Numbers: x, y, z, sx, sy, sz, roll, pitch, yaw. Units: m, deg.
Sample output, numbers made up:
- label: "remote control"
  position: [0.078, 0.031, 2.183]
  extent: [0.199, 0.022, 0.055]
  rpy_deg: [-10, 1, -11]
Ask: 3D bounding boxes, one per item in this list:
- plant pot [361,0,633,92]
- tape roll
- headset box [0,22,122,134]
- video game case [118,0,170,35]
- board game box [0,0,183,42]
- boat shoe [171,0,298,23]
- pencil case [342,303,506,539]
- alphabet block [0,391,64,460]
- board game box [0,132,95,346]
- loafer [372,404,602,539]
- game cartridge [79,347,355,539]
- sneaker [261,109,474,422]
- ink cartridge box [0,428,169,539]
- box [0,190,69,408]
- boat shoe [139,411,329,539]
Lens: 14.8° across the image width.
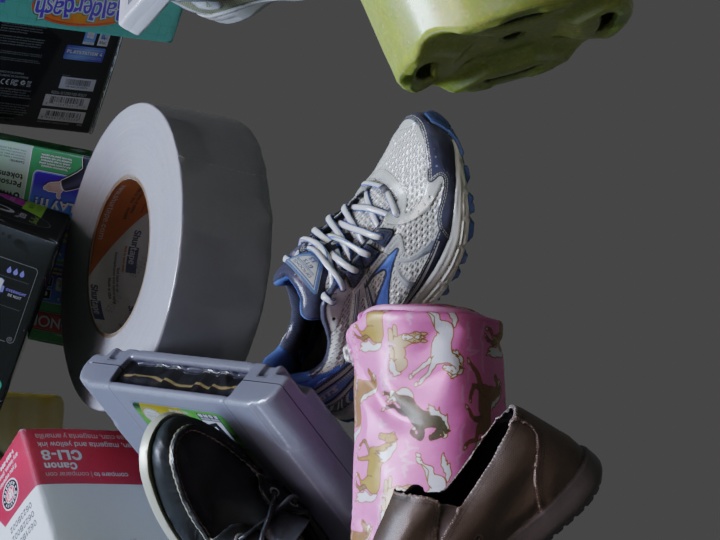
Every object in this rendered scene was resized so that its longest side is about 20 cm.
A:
- label: "plant pot"
  position: [0.056, -0.200, 1.458]
  extent: [0.200, 0.200, 0.185]
  rpy_deg: [-33, 70, 51]
- label: "tape roll"
  position: [-0.128, -0.005, 1.795]
  extent: [0.200, 0.066, 0.201]
  rpy_deg: [-29, 56, 57]
- label: "headset box"
  position: [-0.291, -0.192, 2.002]
  extent: [0.200, 0.173, 0.093]
  rpy_deg: [52, 129, 49]
- label: "video game case"
  position: [-0.105, -0.260, 1.779]
  extent: [0.143, 0.018, 0.201]
  rpy_deg: [-45, 30, 32]
- label: "board game box"
  position: [-0.227, -0.228, 1.926]
  extent: [0.200, 0.152, 0.045]
  rpy_deg: [50, 127, 49]
- label: "boat shoe"
  position: [-0.069, -0.206, 1.750]
  extent: [0.202, 0.065, 0.075]
  rpy_deg: [-16, 72, 56]
- label: "pencil case"
  position: [0.034, 0.119, 1.523]
  extent: [0.086, 0.082, 0.201]
  rpy_deg: [-8, 80, 56]
- label: "alphabet block"
  position: [-0.342, 0.183, 2.013]
  extent: [0.196, 0.195, 0.201]
  rpy_deg: [-1, 86, 56]
- label: "board game box"
  position: [-0.253, -0.026, 1.904]
  extent: [0.029, 0.199, 0.135]
  rpy_deg: [-94, 15, -79]
- label: "loafer"
  position: [0.032, 0.144, 1.441]
  extent: [0.200, 0.071, 0.073]
  rpy_deg: [-42, 12, -9]
- label: "game cartridge"
  position: [-0.073, 0.107, 1.655]
  extent: [0.200, 0.133, 0.041]
  rpy_deg: [3, 50, 51]
- label: "sneaker"
  position: [0.000, 0.000, 1.591]
  extent: [0.077, 0.085, 0.201]
  rpy_deg: [48, 124, 50]
- label: "ink cartridge box"
  position: [-0.157, 0.224, 1.752]
  extent: [0.145, 0.144, 0.201]
  rpy_deg: [-54, 44, 39]
- label: "box"
  position: [-0.281, 0.044, 1.812]
  extent: [0.149, 0.124, 0.201]
  rpy_deg: [-117, 47, -81]
- label: "boat shoe"
  position: [-0.051, 0.157, 1.587]
  extent: [0.066, 0.075, 0.200]
  rpy_deg: [-4, 125, 43]
